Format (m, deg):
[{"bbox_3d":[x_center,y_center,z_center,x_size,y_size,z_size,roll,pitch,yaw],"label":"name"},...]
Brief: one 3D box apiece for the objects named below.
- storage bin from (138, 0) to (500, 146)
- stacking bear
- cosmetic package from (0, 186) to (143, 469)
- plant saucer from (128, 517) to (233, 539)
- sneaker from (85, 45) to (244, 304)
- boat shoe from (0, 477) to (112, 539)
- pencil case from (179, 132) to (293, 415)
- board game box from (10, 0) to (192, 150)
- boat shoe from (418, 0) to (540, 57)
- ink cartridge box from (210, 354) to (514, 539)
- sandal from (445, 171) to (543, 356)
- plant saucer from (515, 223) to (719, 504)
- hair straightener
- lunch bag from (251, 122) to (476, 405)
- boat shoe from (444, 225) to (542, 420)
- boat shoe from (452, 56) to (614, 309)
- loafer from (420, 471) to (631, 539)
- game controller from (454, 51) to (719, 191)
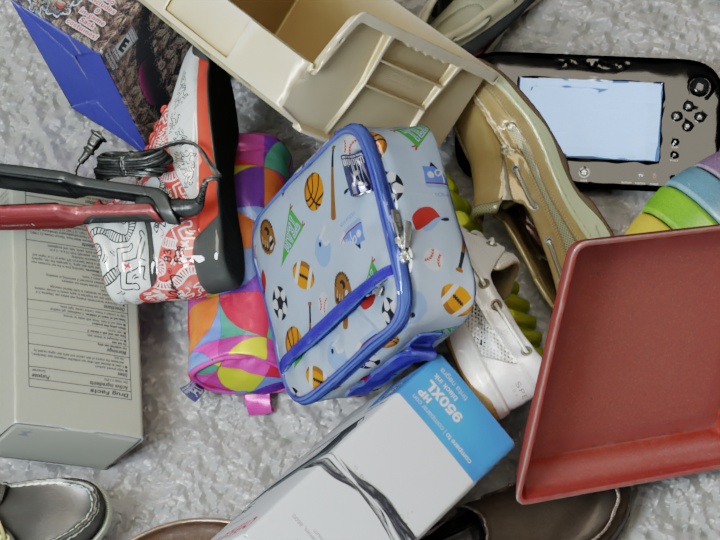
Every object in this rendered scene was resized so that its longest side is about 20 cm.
[{"bbox_3d":[-0.041,-0.171,1.514,0.200,0.198,0.094,40,103,32],"label":"storage bin"},{"bbox_3d":[0.229,0.001,1.512,0.200,0.114,0.121,-42,37,-5],"label":"stacking bear"},{"bbox_3d":[-0.219,0.036,1.560,0.105,0.071,0.201,11,61,-28],"label":"cosmetic package"},{"bbox_3d":[-0.110,0.272,1.481,0.199,0.037,0.201,-3,65,6],"label":"plant saucer"},{"bbox_3d":[-0.145,-0.071,1.544,0.107,0.067,0.202,-11,65,14],"label":"sneaker"},{"bbox_3d":[-0.270,0.186,1.477,0.200,0.061,0.072,-18,65,-4],"label":"boat shoe"},{"bbox_3d":[-0.088,-0.001,1.576,0.088,0.088,0.201,-3,65,6],"label":"pencil case"},{"bbox_3d":[-0.148,-0.216,1.636,0.097,0.160,0.200,32,73,24],"label":"board game box"},{"bbox_3d":[0.106,-0.233,1.669,0.071,0.063,0.200,31,72,21],"label":"boat shoe"},{"bbox_3d":[-0.014,0.161,1.417,0.084,0.145,0.200,50,57,-1],"label":"ink cartridge box"},{"bbox_3d":[0.063,0.010,1.563,0.087,0.079,0.200,-35,63,9],"label":"sandal"},{"bbox_3d":[0.196,0.052,1.433,0.199,0.201,0.037,-6,32,-28],"label":"plant saucer"},{"bbox_3d":[-0.186,-0.069,1.502,0.199,0.041,0.077,-2,69,23],"label":"hair straightener"},{"bbox_3d":[0.000,0.000,1.444,0.075,0.200,0.161,-2,68,-28],"label":"lunch bag"},{"bbox_3d":[0.078,0.008,1.481,0.069,0.071,0.201,-25,65,3],"label":"boat shoe"},{"bbox_3d":[0.110,-0.061,1.556,0.076,0.072,0.200,-31,80,-23],"label":"boat shoe"},{"bbox_3d":[0.098,0.188,1.472,0.199,0.071,0.073,-29,65,-6],"label":"loafer"},{"bbox_3d":[0.172,-0.111,1.616,0.199,0.042,0.105,3,66,9],"label":"game controller"}]
